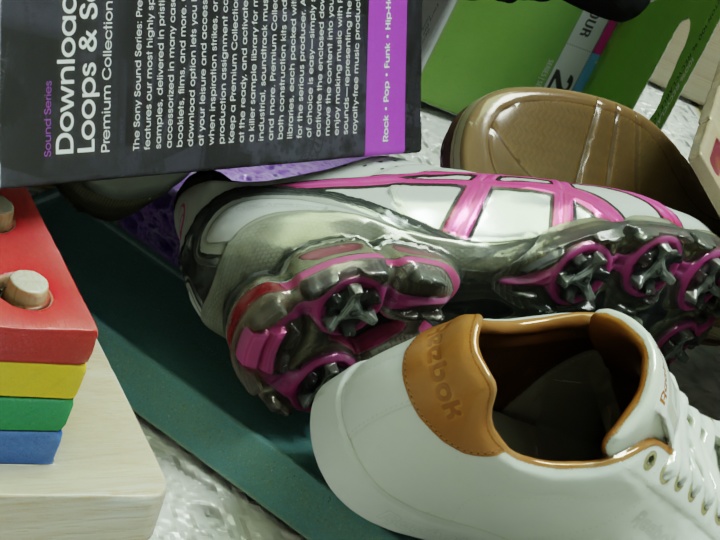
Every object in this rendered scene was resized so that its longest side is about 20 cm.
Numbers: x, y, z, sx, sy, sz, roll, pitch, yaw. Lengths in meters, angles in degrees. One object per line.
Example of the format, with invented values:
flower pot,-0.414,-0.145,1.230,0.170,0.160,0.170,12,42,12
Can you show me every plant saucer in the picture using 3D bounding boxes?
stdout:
plant saucer,-0.045,0.035,0.925,0.199,0.019,0.070,34,27,17

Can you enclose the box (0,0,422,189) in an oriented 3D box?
box,-0.050,-0.102,0.856,0.036,0.144,0.199,6,8,35

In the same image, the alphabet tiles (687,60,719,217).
alphabet tiles,0.171,0.025,1.016,0.201,0.008,0.167,59,23,-14

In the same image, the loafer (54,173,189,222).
loafer,-0.109,-0.100,0.953,0.075,0.070,0.201,-11,66,-20

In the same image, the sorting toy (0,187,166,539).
sorting toy,-0.169,-0.014,0.824,0.199,0.070,0.199,3,35,-29

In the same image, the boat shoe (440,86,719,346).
boat shoe,0.094,-0.012,1.056,0.199,0.073,0.072,18,-16,-39

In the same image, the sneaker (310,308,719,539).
sneaker,0.085,0.060,0.892,0.199,0.085,0.073,15,53,-39

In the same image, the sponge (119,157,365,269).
sponge,0.000,0.000,1.011,0.200,0.030,0.111,37,29,19

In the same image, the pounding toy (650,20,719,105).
pounding toy,0.214,-0.162,1.360,0.199,0.143,0.184,24,27,-4

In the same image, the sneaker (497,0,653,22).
sneaker,0.008,-0.104,0.997,0.199,0.112,0.073,26,-1,-31

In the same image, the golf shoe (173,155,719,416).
golf shoe,0.034,-0.008,0.938,0.199,0.073,0.092,0,39,-33

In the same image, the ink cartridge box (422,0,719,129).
ink cartridge box,0.078,-0.118,1.156,0.075,0.148,0.200,19,28,-15
